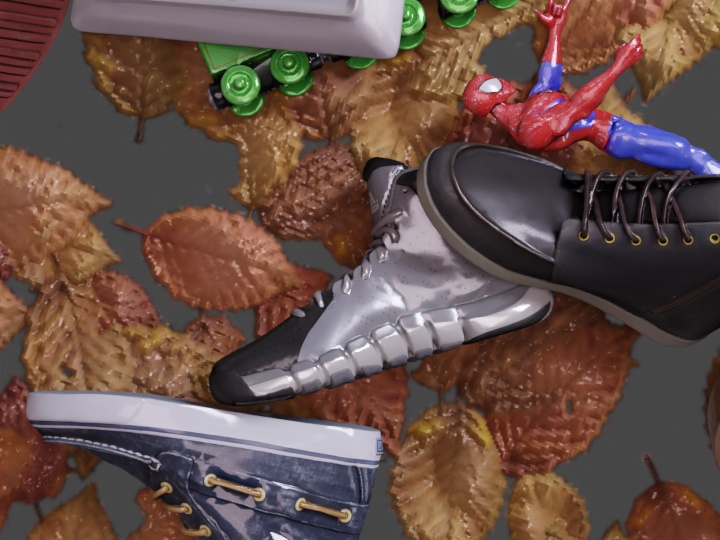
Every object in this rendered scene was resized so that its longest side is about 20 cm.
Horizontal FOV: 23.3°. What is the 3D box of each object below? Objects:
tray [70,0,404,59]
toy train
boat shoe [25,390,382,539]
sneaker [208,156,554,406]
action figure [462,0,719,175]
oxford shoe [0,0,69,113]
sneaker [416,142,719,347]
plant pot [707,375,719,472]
[{"bbox_3d":[-0.069,-0.177,0.944,0.199,0.022,0.108,8,93,20],"label":"tray"},{"bbox_3d":[0.002,-0.146,0.977,0.199,0.042,0.057,-23,82,-1],"label":"toy train"},{"bbox_3d":[-0.090,0.119,0.961,0.199,0.071,0.092,9,87,-4],"label":"boat shoe"},{"bbox_3d":[0.000,0.000,0.969,0.199,0.075,0.116,-16,87,-12],"label":"sneaker"},{"bbox_3d":[0.158,-0.097,0.971,0.199,0.065,0.100,12,97,-3],"label":"action figure"},{"bbox_3d":[-0.203,-0.181,0.965,0.075,0.070,0.201,23,98,32],"label":"oxford shoe"},{"bbox_3d":[0.135,-0.034,0.930,0.199,0.106,0.075,22,56,-19],"label":"sneaker"},{"bbox_3d":[0.284,0.046,0.944,0.199,0.201,0.093,-2,52,-2],"label":"plant pot"}]
